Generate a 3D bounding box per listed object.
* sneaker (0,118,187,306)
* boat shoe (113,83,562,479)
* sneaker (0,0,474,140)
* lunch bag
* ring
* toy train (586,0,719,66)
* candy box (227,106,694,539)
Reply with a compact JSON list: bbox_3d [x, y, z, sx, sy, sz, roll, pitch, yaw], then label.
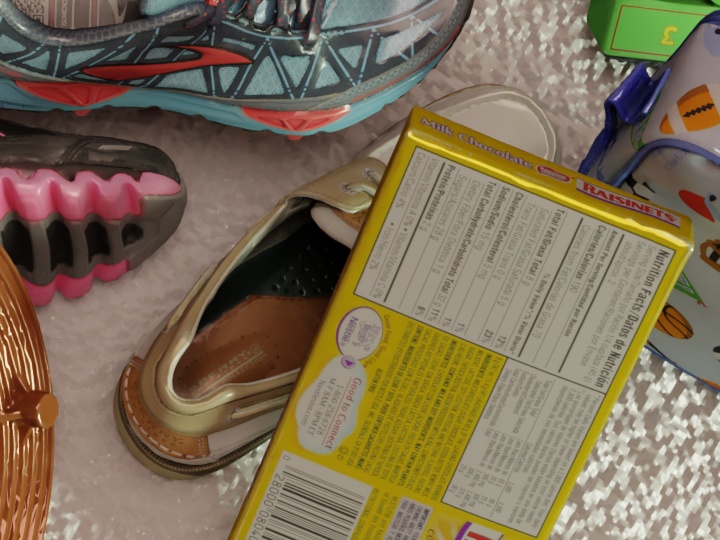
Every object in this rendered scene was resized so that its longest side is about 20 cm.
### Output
[{"bbox_3d":[-0.161,-0.040,1.046,0.199,0.079,0.096,-1,55,-16],"label":"sneaker"},{"bbox_3d":[0.000,0.000,1.061,0.200,0.068,0.075,-42,86,-18],"label":"boat shoe"},{"bbox_3d":[-0.053,-0.092,1.010,0.199,0.096,0.080,-4,78,-12],"label":"sneaker"},{"bbox_3d":[0.148,-0.015,1.025,0.160,0.200,0.076,33,71,-1],"label":"lunch bag"},{"bbox_3d":[-0.155,0.071,0.960,0.019,0.200,0.202,7,70,30],"label":"ring"},{"bbox_3d":[0.181,-0.096,1.130,0.199,0.042,0.057,6,118,-13],"label":"toy train"},{"bbox_3d":[0.027,0.049,1.006,0.102,0.201,0.026,21,28,-6],"label":"candy box"}]
